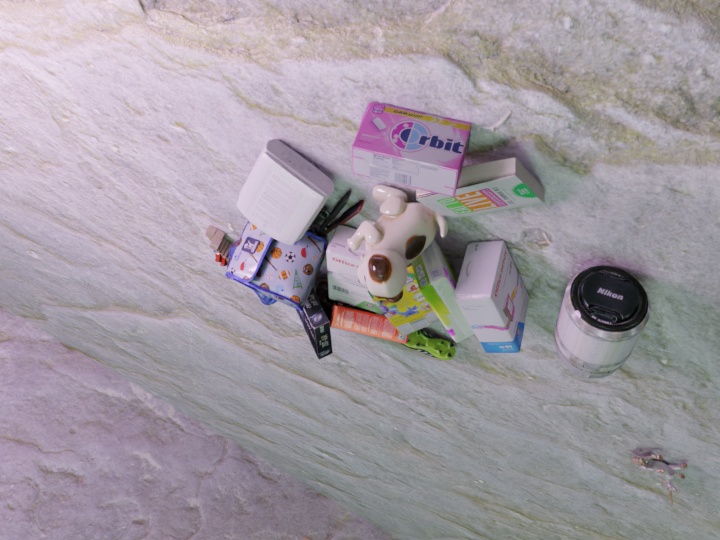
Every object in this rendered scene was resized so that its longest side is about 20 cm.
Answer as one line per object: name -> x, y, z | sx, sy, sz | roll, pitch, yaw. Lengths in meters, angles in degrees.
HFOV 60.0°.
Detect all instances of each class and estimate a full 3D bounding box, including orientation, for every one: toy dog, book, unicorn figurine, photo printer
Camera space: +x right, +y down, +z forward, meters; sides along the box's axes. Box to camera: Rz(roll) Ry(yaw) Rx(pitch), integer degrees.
toy dog -> 0.068, -0.036, 1.235 | 0.189, 0.203, 0.141 | 15, 151, 25
book -> 0.217, -0.144, 1.133 | 0.196, 0.050, 0.132 | -8, 158, 38
unicorn figurine -> 0.866, 0.578, 1.788 | 0.198, 0.074, 0.138 | 36, 157, 5
photo printer -> -0.165, -0.152, 1.306 | 0.164, 0.070, 0.201 | 34, 134, -7

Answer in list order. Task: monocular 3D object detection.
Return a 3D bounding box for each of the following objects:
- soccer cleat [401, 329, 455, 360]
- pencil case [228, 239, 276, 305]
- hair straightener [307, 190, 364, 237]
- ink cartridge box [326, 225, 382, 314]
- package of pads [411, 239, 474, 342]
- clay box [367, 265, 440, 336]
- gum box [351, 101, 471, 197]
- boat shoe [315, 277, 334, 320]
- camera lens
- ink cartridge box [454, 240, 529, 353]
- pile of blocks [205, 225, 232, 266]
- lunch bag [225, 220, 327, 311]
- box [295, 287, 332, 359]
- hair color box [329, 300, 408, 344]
soccer cleat -> 0.157, 0.188, 1.649 | 0.196, 0.069, 0.081 | 26, 160, -6
pencil case -> -0.262, 0.004, 1.616 | 0.084, 0.080, 0.202 | -14, 136, 14
hair straightener -> -0.072, -0.126, 1.365 | 0.076, 0.042, 0.199 | 35, 150, -19
ink cartridge box -> 0.000, 0.000, 1.449 | 0.142, 0.086, 0.202 | 16, 147, 9
package of pads -> 0.173, 0.033, 1.334 | 0.067, 0.157, 0.201 | -26, 132, 12
clay box -> 0.101, 0.064, 1.398 | 0.112, 0.049, 0.201 | -22, 137, 15
gum box -> 0.082, -0.211, 1.072 | 0.194, 0.116, 0.067 | 14, 147, 11
boat shoe -> -0.070, 0.107, 1.660 | 0.069, 0.072, 0.201 | -1, 142, 30
camera lens -> 0.476, 0.103, 1.245 | 0.155, 0.163, 0.202 | 12, 147, 15
ink cartridge box -> 0.280, 0.057, 1.309 | 0.083, 0.147, 0.201 | -4, 140, 34
pile of blocks -> -0.354, -0.027, 1.641 | 0.080, 0.063, 0.201 | -6, 137, 36
lunch bag -> -0.194, -0.025, 1.433 | 0.195, 0.174, 0.124 | 24, 169, 4
box -> -0.131, 0.100, 1.589 | 0.043, 0.203, 0.162 | -21, 149, -13
hair color box -> 0.026, 0.116, 1.551 | 0.194, 0.102, 0.063 | 13, 108, -2
